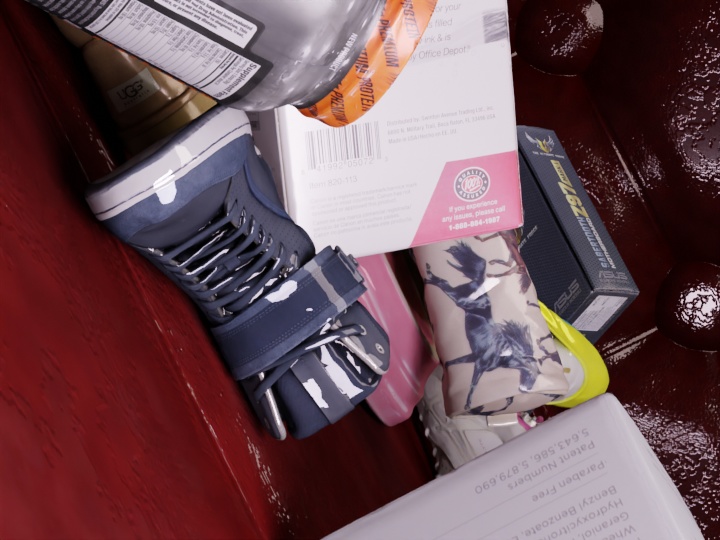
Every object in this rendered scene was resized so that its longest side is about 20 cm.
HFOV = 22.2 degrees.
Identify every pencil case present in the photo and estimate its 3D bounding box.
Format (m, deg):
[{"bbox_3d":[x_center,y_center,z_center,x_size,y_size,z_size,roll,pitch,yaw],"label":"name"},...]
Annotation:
[{"bbox_3d":[0.066,-0.002,1.136,0.089,0.077,0.201,71,3,-83],"label":"pencil case"}]

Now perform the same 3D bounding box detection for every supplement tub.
[{"bbox_3d":[-0.072,-0.143,0.728,0.199,0.123,0.123,26,24,-22],"label":"supplement tub"}]

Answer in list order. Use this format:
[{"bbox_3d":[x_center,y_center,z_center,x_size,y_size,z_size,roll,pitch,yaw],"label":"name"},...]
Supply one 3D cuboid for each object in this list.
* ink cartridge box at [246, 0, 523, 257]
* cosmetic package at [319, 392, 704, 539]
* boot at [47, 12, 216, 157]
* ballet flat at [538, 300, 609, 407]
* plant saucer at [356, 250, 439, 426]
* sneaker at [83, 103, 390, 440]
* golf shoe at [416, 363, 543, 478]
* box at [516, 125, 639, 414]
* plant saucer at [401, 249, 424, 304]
[{"bbox_3d":[0.004,-0.115,1.015,0.083,0.146,0.201,-162,-115,-64],"label":"ink cartridge box"},{"bbox_3d":[0.093,0.197,0.772,0.165,0.164,0.201,52,13,-51],"label":"cosmetic package"},{"bbox_3d":[-0.132,-0.168,0.895,0.201,0.066,0.175,59,8,-18],"label":"boot"},{"bbox_3d":[0.104,0.048,1.250,0.200,0.067,0.067,46,25,-31],"label":"ballet flat"},{"bbox_3d":[0.000,0.000,1.194,0.201,0.051,0.202,-23,90,-85],"label":"plant saucer"},{"bbox_3d":[-0.048,0.005,0.815,0.147,0.077,0.202,60,7,2],"label":"sneaker"},{"bbox_3d":[0.071,0.114,1.284,0.075,0.092,0.200,24,13,-45],"label":"golf shoe"},{"bbox_3d":[0.105,0.016,1.374,0.051,0.200,0.158,4,49,-36],"label":"box"},{"bbox_3d":[0.014,-0.071,1.315,0.200,0.048,0.201,46,-14,50],"label":"plant saucer"}]
